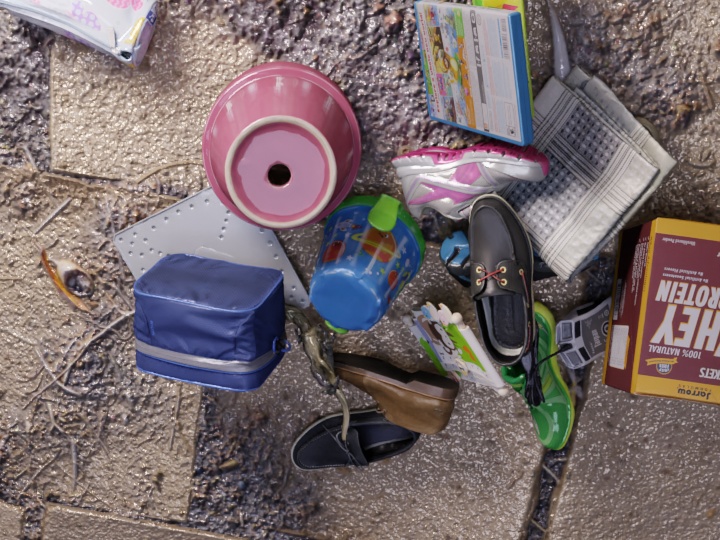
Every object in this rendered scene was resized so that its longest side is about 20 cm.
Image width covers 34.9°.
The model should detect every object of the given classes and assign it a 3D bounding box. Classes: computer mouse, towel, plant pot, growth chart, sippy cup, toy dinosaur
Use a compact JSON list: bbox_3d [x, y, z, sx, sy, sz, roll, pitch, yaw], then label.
[{"bbox_3d":[0.278,0.087,1.460,0.198,0.044,0.111,-21,99,-24],"label":"computer mouse"},{"bbox_3d":[0.249,-0.119,1.357,0.201,0.034,0.193,-50,56,20],"label":"towel"},{"bbox_3d":[-0.092,-0.134,1.347,0.196,0.179,0.204,-1,107,-4],"label":"plant pot"},{"bbox_3d":[0.116,0.099,1.450,0.018,0.200,0.145,-40,101,-15],"label":"growth chart"},{"bbox_3d":[0.000,0.000,1.414,0.137,0.131,0.180,-2,127,25],"label":"sippy cup"},{"bbox_3d":[-0.047,0.121,1.464,0.047,0.088,0.203,-23,87,-13],"label":"toy dinosaur"}]

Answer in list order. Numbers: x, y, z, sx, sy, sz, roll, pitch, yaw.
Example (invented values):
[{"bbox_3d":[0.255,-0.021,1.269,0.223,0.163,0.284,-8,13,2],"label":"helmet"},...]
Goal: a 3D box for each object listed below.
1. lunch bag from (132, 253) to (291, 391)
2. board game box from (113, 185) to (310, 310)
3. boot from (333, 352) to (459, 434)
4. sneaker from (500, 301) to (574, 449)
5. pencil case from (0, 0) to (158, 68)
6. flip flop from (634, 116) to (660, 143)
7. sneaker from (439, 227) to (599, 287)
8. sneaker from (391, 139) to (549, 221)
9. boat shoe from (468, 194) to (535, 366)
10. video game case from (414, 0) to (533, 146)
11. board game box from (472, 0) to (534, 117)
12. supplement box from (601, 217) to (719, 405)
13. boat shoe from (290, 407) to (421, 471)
[{"bbox_3d":[-0.181,0.073,1.438,0.197,0.136,0.134,10,116,16],"label":"lunch bag"},{"bbox_3d":[-0.193,-0.004,1.505,0.198,0.026,0.202,-24,109,13],"label":"board game box"},{"bbox_3d":[0.027,0.160,1.509,0.197,0.074,0.077,17,106,16],"label":"boot"},{"bbox_3d":[0.222,0.142,1.494,0.083,0.074,0.203,-21,105,-26],"label":"sneaker"},{"bbox_3d":[-0.338,-0.313,1.357,0.197,0.092,0.083,23,153,-3],"label":"pencil case"},{"bbox_3d":[0.281,-0.109,1.402,0.199,0.058,0.081,-38,105,25],"label":"flip flop"},{"bbox_3d":[0.202,-0.018,1.433,0.197,0.074,0.082,-1,152,20],"label":"sneaker"},{"bbox_3d":[0.136,-0.106,1.385,0.197,0.081,0.090,-1,104,32],"label":"sneaker"},{"bbox_3d":[0.166,0.013,1.351,0.072,0.063,0.205,-5,106,22],"label":"boat shoe"},{"bbox_3d":[0.127,-0.229,1.305,0.018,0.199,0.145,-19,114,-23],"label":"video game case"},{"bbox_3d":[0.160,-0.283,1.318,0.047,0.102,0.203,-9,111,1],"label":"board game box"},{"bbox_3d":[0.379,0.051,1.353,0.130,0.200,0.201,8,88,1],"label":"supplement box"},{"bbox_3d":[-0.006,0.234,1.569,0.197,0.062,0.076,-17,112,13],"label":"boat shoe"}]
